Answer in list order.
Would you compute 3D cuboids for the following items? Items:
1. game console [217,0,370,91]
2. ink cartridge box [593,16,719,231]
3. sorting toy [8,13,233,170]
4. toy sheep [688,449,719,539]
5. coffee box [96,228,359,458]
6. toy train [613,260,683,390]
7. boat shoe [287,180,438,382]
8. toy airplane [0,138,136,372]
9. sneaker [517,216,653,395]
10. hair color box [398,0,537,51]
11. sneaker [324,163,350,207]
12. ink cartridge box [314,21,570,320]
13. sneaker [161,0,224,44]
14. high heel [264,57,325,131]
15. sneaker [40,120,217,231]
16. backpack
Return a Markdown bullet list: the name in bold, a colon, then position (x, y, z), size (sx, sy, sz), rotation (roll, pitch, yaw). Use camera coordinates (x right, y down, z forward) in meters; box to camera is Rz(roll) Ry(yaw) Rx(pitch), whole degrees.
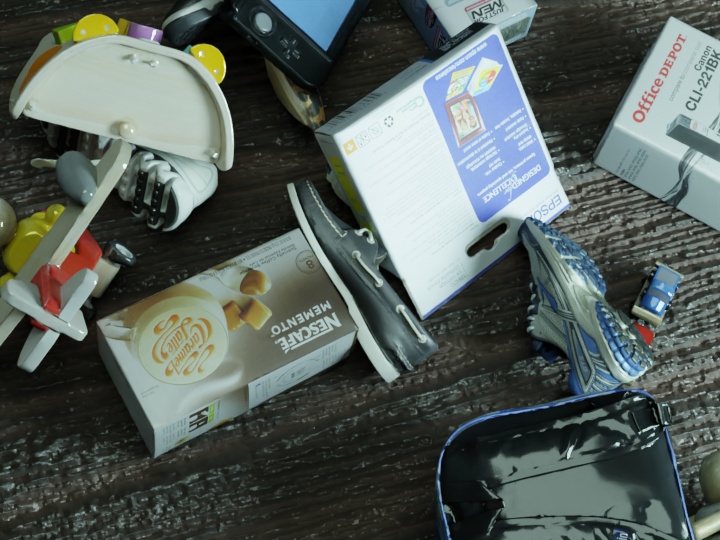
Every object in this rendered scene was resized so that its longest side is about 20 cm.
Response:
- **game console**: position (-0.041, -0.300, 1.484), size (0.176, 0.116, 0.201), rotation (40, 54, -18)
- **ink cartridge box**: position (0.345, -0.129, 1.558), size (0.199, 0.084, 0.145), rotation (28, 66, 7)
- **sorting toy**: position (-0.215, -0.183, 1.468), size (0.199, 0.180, 0.108), rotation (13, 105, -22)
- **toy sheep**: position (0.342, 0.244, 1.366), size (0.137, 0.138, 0.201), rotation (-22, 85, -16)
- **coffee box**: position (-0.116, 0.063, 1.415), size (0.199, 0.080, 0.115), rotation (-25, 70, -17)
- **toy train**: position (0.245, 0.071, 1.475), size (0.034, 0.046, 0.201), rotation (27, 65, 6)
- **boat shoe**: position (0.000, 0.000, 1.450), size (0.060, 0.074, 0.201), rotation (-30, 78, 4)
- **toy airplane**: position (-0.274, -0.005, 1.351), size (0.141, 0.199, 0.201), rotation (38, 58, -8)
- **sneaker**: position (0.179, 0.034, 1.462), size (0.085, 0.077, 0.201), rotation (-43, 47, 19)
- **hair color box**: position (0.079, -0.306, 1.619), size (0.098, 0.061, 0.201), rotation (-26, 71, -17)
- **sneaker**: position (0.053, -0.127, 1.539), size (0.200, 0.077, 0.085), rotation (-45, 97, -18)
- **ink cartridge box**: position (0.080, -0.093, 1.494), size (0.197, 0.047, 0.201), rotation (-36, 119, -21)
- **sneaker**: position (-0.140, -0.291, 1.531), size (0.083, 0.072, 0.200), rotation (46, 52, -9)
- **high heel**: position (-0.028, -0.229, 1.561), size (0.142, 0.072, 0.201), rotation (-20, 60, -8)
- **sneaker**: position (-0.217, -0.117, 1.498), size (0.200, 0.075, 0.081), rotation (39, 44, 15)
- **backpack**: position (0.161, 0.207, 1.346), size (0.198, 0.147, 0.184), rotation (-7, 67, -4)
